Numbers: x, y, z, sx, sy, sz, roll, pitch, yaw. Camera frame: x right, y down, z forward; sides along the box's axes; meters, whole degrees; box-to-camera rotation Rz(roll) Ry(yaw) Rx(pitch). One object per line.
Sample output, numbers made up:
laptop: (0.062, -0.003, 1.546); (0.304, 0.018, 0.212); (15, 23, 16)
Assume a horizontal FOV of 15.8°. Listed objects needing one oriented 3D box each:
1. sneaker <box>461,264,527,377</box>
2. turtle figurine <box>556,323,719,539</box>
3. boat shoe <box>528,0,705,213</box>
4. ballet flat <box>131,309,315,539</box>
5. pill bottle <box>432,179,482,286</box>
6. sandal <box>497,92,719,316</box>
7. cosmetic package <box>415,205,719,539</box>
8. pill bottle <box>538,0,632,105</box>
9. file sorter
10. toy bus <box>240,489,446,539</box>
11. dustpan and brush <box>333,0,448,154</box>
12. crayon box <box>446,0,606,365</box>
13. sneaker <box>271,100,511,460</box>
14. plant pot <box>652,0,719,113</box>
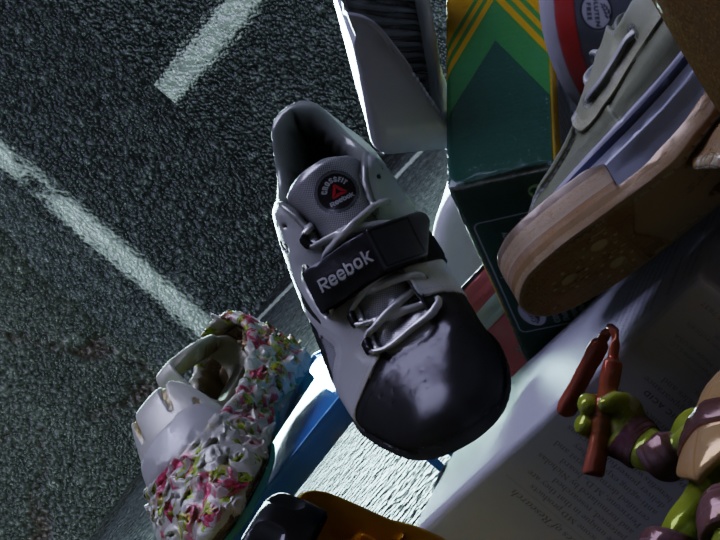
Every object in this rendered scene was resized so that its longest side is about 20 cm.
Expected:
sneaker: (0.087, 0.061, 1.255); (0.074, 0.087, 0.200); (-46, -20, -6)
turtle figurine: (0.123, 0.067, 0.897); (0.200, 0.064, 0.162); (-27, 29, 48)
boat shoe: (0.119, -0.073, 0.996); (0.072, 0.062, 0.200); (-10, -33, -47)
ballet flat: (-0.070, 0.072, 1.169); (0.076, 0.064, 0.200); (-47, 6, 17)
pill bottle: (0.105, -0.031, 1.476); (0.120, 0.120, 0.200); (-48, 5, 14)
sandal: (0.149, -0.035, 0.935); (0.211, 0.070, 0.078); (-39, -30, 17)
cosmetic package: (0.113, 0.053, 1.053); (0.200, 0.074, 0.102); (-48, 5, 39)
pill bottle: (0.181, -0.115, 1.041); (0.199, 0.116, 0.116); (2, 42, 40)
file sorter: (0.003, 0.118, 1.248); (0.139, 0.123, 0.200); (-50, 5, -15)
toy bus: (-0.024, 0.204, 0.940); (0.193, 0.135, 0.200); (-65, -4, 25)
dustpan and brush: (0.028, -0.081, 1.155); (0.057, 0.201, 0.140); (-15, 39, 0)
crayon box: (0.080, -0.068, 1.157); (0.051, 0.126, 0.201); (-12, 44, 15)
sneaker: (0.000, 0.000, 1.127); (0.074, 0.089, 0.200); (-32, 41, 1)
plant pot: (0.174, -0.078, 0.757); (0.187, 0.200, 0.186); (-49, 4, 4)
